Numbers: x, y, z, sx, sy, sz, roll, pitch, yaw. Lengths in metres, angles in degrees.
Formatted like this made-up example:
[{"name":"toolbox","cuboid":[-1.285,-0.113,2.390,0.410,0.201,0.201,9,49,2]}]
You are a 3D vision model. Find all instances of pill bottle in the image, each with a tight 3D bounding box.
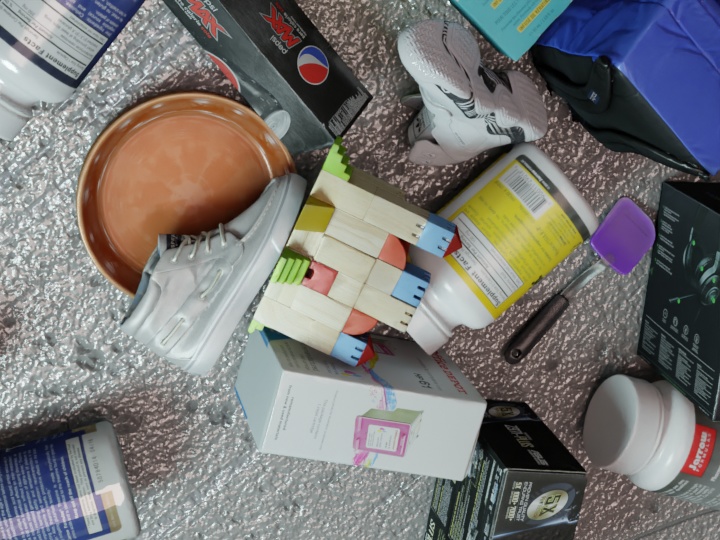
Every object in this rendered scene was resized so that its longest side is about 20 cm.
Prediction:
[{"name":"pill bottle","cuboid":[0.112,-0.017,1.311,0.200,0.111,0.111,-41,114,2]},{"name":"pill bottle","cuboid":[-0.307,0.214,1.275,0.199,0.111,0.112,-15,112,-10]},{"name":"pill bottle","cuboid":[0.336,0.177,1.437,0.199,0.114,0.114,17,103,-20]},{"name":"pill bottle","cuboid":[-0.254,-0.207,1.146,0.111,0.111,0.200,38,96,-23]}]

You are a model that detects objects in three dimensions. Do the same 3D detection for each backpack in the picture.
[{"name":"backpack","cuboid":[0.262,-0.184,1.249,0.168,0.200,0.163,-44,112,-8]}]

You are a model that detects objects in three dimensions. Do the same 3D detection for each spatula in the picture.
[{"name":"spatula","cuboid":[0.213,0.018,1.398,0.056,0.021,0.200,41,97,-11]}]

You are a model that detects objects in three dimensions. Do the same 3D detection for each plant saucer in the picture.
[{"name":"plant saucer","cuboid":[-0.154,-0.063,1.266,0.199,0.032,0.201,-5,110,-14]}]

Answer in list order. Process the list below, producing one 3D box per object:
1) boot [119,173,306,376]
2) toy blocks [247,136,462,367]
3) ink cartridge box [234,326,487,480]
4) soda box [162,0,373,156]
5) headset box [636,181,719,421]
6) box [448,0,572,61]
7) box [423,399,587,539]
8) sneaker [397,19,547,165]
[{"name":"boot","cuboid":[-0.131,-0.012,1.235,0.095,0.074,0.201,29,92,-14]},{"name":"toy blocks","cuboid":[0.000,0.000,1.233,0.136,0.100,0.201,25,110,-3]},{"name":"ink cartridge box","cuboid":[-0.002,0.116,1.306,0.199,0.145,0.085,12,105,-19]},{"name":"soda box","cuboid":[-0.083,-0.194,1.209,0.200,0.071,0.063,50,57,-23]},{"name":"headset box","cuboid":[0.352,0.019,1.355,0.092,0.174,0.201,0,107,-15]},{"name":"box","cuboid":[0.084,-0.271,1.165,0.200,0.049,0.082,41,95,-25]},{"name":"box","cuboid":[0.133,0.249,1.380,0.086,0.164,0.201,5,106,-17]},{"name":"sneaker","cuboid":[0.070,-0.146,1.235,0.115,0.076,0.200,-21,154,32]}]
